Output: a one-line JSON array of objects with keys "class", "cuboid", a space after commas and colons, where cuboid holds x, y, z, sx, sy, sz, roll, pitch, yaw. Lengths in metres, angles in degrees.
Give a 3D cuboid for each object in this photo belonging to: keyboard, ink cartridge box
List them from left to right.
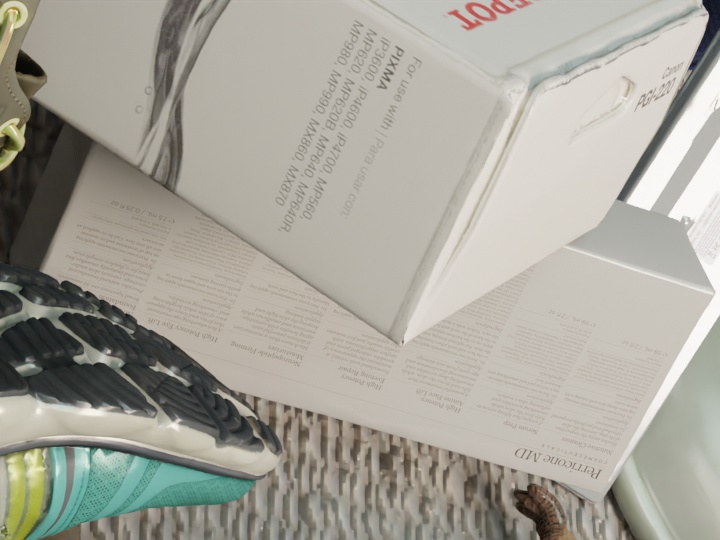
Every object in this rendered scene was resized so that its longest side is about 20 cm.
[{"class": "ink cartridge box", "cuboid": [-0.021, -0.080, 0.741, 0.200, 0.085, 0.146, 32, 27, 17]}, {"class": "keyboard", "cuboid": [0.111, -0.018, 0.878, 0.056, 0.011, 0.200, 32, 93, -23]}]

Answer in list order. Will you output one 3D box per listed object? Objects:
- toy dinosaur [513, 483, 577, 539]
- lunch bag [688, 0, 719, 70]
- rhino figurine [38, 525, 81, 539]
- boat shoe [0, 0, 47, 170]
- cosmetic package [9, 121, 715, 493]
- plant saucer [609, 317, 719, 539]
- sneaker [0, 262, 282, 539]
[{"class": "toy dinosaur", "cuboid": [0.087, 0.151, 0.805, 0.200, 0.086, 0.136, 45, 53, -20]}, {"class": "lunch bag", "cuboid": [0.140, -0.173, 0.954, 0.136, 0.200, 0.132, 45, 65, -12]}, {"class": "rhino figurine", "cuboid": [-0.113, 0.050, 0.730, 0.087, 0.060, 0.201, -23, 76, -32]}, {"class": "boat shoe", "cuboid": [-0.106, -0.058, 0.661, 0.060, 0.202, 0.072, 15, 20, -17]}, {"class": "cosmetic package", "cuboid": [0.000, 0.000, 0.805, 0.199, 0.083, 0.051, 17, 25, -20]}, {"class": "plant saucer", "cuboid": [0.173, 0.053, 0.941, 0.199, 0.050, 0.201, 17, 56, -27]}, {"class": "sneaker", "cuboid": [-0.105, 0.047, 0.657, 0.199, 0.080, 0.077, 1, 30, -45]}]
